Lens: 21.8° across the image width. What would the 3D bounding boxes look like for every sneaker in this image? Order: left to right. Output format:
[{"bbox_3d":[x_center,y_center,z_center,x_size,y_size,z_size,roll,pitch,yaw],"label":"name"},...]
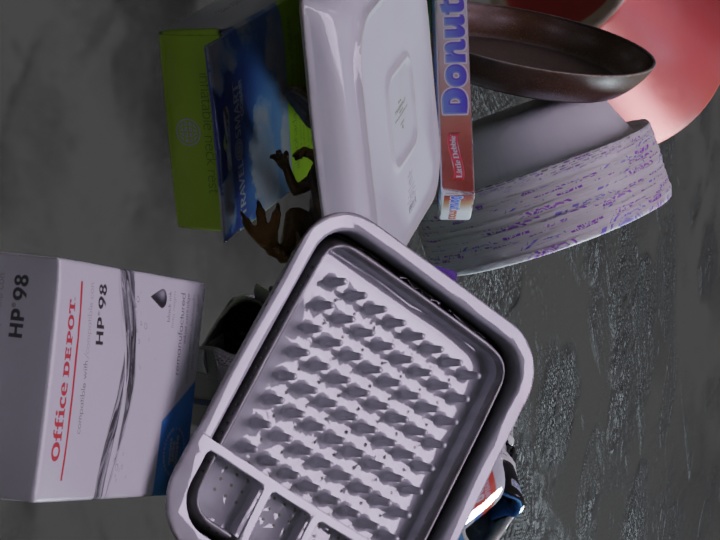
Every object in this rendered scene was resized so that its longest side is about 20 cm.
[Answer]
[{"bbox_3d":[-0.047,0.041,1.171,0.200,0.074,0.082,-50,140,-56],"label":"sneaker"},{"bbox_3d":[0.089,0.138,1.328,0.072,0.072,0.201,62,35,-46],"label":"sneaker"}]

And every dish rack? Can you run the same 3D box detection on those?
[{"bbox_3d":[-0.008,0.087,1.013,0.171,0.043,0.201,35,75,-24],"label":"dish rack"}]

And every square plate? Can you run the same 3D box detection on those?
[{"bbox_3d":[0.013,-0.093,1.092,0.200,0.028,0.199,-58,145,-60],"label":"square plate"}]

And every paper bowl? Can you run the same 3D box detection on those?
[{"bbox_3d":[0.134,-0.075,1.458,0.201,0.200,0.105,-33,105,-64],"label":"paper bowl"}]

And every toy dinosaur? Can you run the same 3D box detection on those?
[{"bbox_3d":[-0.017,-0.011,1.109,0.106,0.060,0.201,-13,100,-62],"label":"toy dinosaur"}]

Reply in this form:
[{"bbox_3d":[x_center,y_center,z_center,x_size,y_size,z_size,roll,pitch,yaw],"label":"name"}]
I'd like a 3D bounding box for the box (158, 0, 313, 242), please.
[{"bbox_3d":[-0.066,-0.105,1.139,0.200,0.047,0.123,-45,134,-61],"label":"box"}]

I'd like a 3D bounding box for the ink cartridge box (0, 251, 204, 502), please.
[{"bbox_3d":[-0.152,0.053,0.914,0.200,0.066,0.117,12,83,-69],"label":"ink cartridge box"}]

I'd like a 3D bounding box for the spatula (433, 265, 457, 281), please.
[{"bbox_3d":[0.000,0.000,1.174,0.057,0.200,0.021,-50,125,-6],"label":"spatula"}]

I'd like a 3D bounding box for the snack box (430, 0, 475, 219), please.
[{"bbox_3d":[0.059,-0.139,1.233,0.072,0.024,0.201,91,-2,-78],"label":"snack box"}]

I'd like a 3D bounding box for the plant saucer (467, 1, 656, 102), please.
[{"bbox_3d":[0.126,-0.166,1.432,0.200,0.199,0.032,-35,138,-64],"label":"plant saucer"}]

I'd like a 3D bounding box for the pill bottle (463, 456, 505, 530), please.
[{"bbox_3d":[-0.021,0.147,1.095,0.200,0.112,0.113,-36,135,-22],"label":"pill bottle"}]

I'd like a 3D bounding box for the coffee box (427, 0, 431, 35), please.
[{"bbox_3d":[0.014,-0.140,1.233,0.200,0.044,0.124,-31,121,-74],"label":"coffee box"}]

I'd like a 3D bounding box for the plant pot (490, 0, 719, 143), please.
[{"bbox_3d":[0.214,-0.231,1.680,0.177,0.200,0.201,35,61,-54],"label":"plant pot"}]
